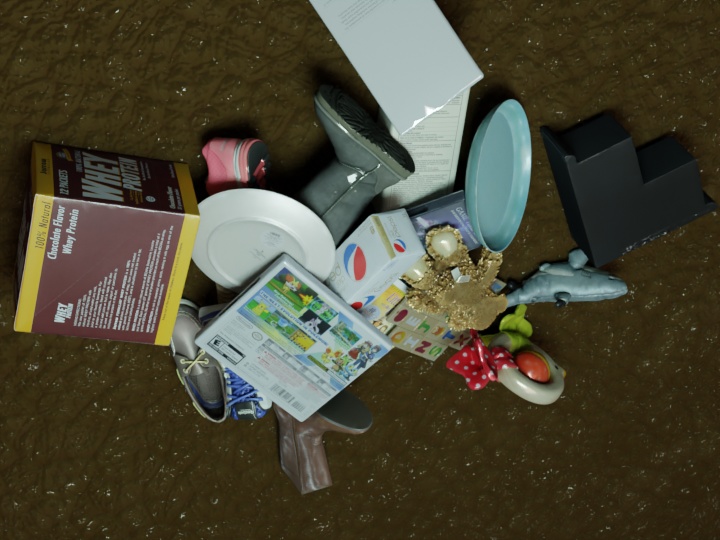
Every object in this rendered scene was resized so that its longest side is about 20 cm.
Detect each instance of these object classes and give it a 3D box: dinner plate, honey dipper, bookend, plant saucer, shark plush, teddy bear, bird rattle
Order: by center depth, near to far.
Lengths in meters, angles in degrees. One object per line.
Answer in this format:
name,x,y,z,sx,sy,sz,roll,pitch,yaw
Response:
dinner plate,-0.130,-0.025,1.491,0.197,0.024,0.202,4,136,4
honey dipper,-0.180,-0.022,1.543,0.037,0.038,0.202,-11,140,-9
plant saucer,0.181,-0.126,1.545,0.027,0.201,0.202,9,132,27
teddy bear,0.125,0.008,1.599,0.198,0.067,0.146,21,110,-41
bookend,0.377,-0.141,1.628,0.196,0.092,0.202,-26,126,0
bird rattle,0.230,0.131,1.709,0.162,0.200,0.114,35,109,9
shark plush,0.290,0.022,1.719,0.197,0.084,0.092,-2,125,-16

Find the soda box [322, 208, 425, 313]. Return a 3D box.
soda box,0.000,0.000,1.530,0.063,0.069,0.200,-12,159,-38

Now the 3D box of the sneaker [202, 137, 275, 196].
sneaker,-0.158,-0.100,1.520,0.086,0.074,0.202,15,139,18

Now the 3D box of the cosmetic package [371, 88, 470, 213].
cosmetic package,0.074,-0.170,1.527,0.102,0.073,0.203,-2,124,-15

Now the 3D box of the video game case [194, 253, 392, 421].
video game case,-0.089,0.094,1.539,0.199,0.022,0.182,39,116,-23

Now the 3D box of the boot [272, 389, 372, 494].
boot,-0.054,0.267,1.745,0.064,0.185,0.203,-36,134,-40

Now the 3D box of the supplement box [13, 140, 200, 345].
supplement box,-0.324,-0.032,1.461,0.197,0.133,0.200,6,121,-21

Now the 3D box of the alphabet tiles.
alphabet tiles,0.126,0.061,1.705,0.167,0.006,0.199,-47,142,16

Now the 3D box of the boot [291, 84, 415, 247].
boot,-0.051,-0.115,1.476,0.199,0.073,0.182,-35,116,27

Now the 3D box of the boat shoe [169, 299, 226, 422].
boat shoe,-0.230,0.130,1.648,0.071,0.060,0.202,-18,127,-4

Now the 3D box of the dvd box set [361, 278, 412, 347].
dvd box set,0.004,0.087,1.683,0.199,0.030,0.146,-39,145,10

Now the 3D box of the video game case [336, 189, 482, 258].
video game case,0.071,-0.041,1.585,0.197,0.019,0.143,-20,152,16

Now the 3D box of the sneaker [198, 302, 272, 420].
sneaker,-0.159,0.140,1.619,0.079,0.116,0.201,-12,138,10

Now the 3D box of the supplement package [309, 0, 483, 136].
supplement package,0.040,-0.277,1.365,0.120,0.120,0.201,-34,96,8
